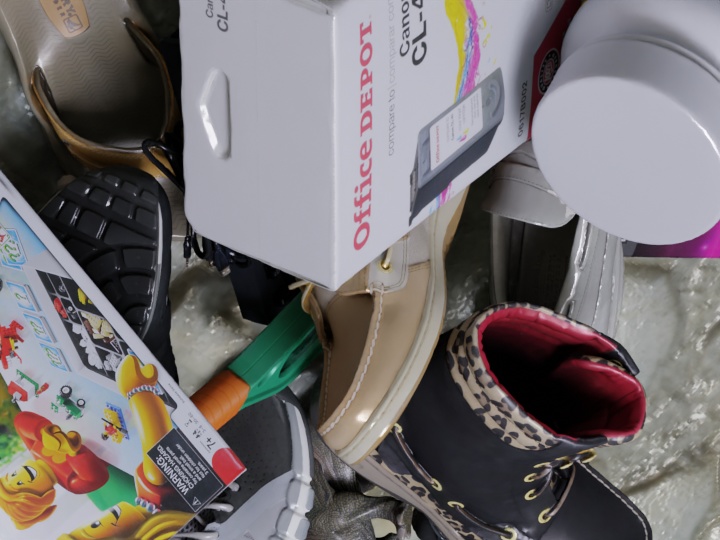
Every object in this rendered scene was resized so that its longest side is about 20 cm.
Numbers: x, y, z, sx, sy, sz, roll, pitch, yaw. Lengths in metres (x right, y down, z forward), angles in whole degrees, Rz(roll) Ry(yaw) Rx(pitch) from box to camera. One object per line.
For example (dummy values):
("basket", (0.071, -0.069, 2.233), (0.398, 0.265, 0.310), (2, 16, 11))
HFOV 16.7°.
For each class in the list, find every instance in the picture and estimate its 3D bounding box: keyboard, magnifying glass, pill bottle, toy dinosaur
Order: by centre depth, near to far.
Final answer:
("pill bottle", (0.162, -0.110, 1.137), (0.200, 0.114, 0.114), (-55, 143, -39))
("keyboard", (-0.043, -0.044, 1.143), (0.104, 0.040, 0.200), (-46, 145, -25))
("magnifying glass", (-0.052, 0.048, 1.177), (0.200, 0.022, 0.080), (-42, 169, -51))
("toy dinosaur", (-0.016, 0.129, 1.287), (0.102, 0.077, 0.200), (1, 114, 22))

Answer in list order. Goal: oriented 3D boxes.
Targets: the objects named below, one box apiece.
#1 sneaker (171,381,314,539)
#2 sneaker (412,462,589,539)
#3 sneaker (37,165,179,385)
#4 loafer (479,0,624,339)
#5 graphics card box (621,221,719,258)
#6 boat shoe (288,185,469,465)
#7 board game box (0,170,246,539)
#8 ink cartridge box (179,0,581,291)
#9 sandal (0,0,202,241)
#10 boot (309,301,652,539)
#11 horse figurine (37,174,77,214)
("sneaker", (-0.092, 0.141, 1.210), (0.115, 0.075, 0.200), (17, 82, -48))
("sneaker", (0.072, 0.111, 1.331), (0.091, 0.076, 0.200), (-9, 123, -14))
("sneaker", (-0.120, 0.040, 1.141), (0.088, 0.076, 0.200), (-27, 136, -61))
("loafer", (0.095, -0.041, 1.215), (0.070, 0.070, 0.200), (-20, 114, -46))
("graphics card box", (0.208, -0.069, 1.292), (0.200, 0.051, 0.126), (2, 121, -27))
("boat shoe", (0.000, 0.000, 1.155), (0.069, 0.200, 0.074), (28, 137, -16))
("board game box", (-0.158, 0.051, 1.042), (0.126, 0.035, 0.200), (-43, 106, -14))
("ink cartridge box", (0.015, -0.105, 1.089), (0.200, 0.086, 0.148), (-40, 142, -42))
("sandal", (-0.110, -0.080, 1.113), (0.080, 0.054, 0.200), (-32, 130, -5))
("boot", (0.089, 0.088, 1.204), (0.200, 0.151, 0.073), (34, 60, -15))
("horse figurine", (-0.221, -0.031, 1.088), (0.200, 0.050, 0.133), (-23, 133, -14))
